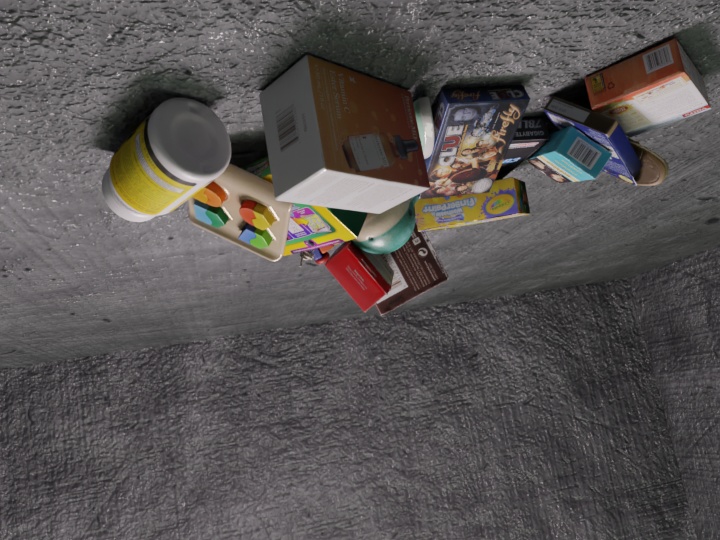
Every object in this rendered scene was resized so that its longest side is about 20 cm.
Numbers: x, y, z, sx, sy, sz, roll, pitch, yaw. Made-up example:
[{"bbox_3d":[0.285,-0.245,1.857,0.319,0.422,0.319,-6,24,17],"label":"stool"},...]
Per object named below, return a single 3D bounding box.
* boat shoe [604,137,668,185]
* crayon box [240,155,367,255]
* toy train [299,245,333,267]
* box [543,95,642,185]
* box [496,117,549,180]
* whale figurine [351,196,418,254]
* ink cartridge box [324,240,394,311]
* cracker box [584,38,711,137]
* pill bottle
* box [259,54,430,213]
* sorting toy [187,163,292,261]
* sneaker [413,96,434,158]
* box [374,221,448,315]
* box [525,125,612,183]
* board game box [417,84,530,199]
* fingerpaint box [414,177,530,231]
[{"bbox_3d":[0.465,-0.211,1.102,0.066,0.200,0.075,-22,130,-29],"label":"boat shoe"},{"bbox_3d":[-0.117,-0.109,1.024,0.199,0.059,0.172,-10,137,44],"label":"crayon box"},{"bbox_3d":[-0.058,-0.068,1.273,0.115,0.085,0.201,-21,-157,14],"label":"toy train"},{"bbox_3d":[0.391,-0.212,1.020,0.199,0.121,0.033,28,98,-50],"label":"box"},{"bbox_3d":[0.203,-0.208,1.115,0.198,0.050,0.198,-7,169,-17],"label":"box"},{"bbox_3d":[0.048,-0.110,1.110,0.158,0.201,0.104,-18,123,30],"label":"whale figurine"},{"bbox_3d":[0.000,0.000,1.152,0.067,0.116,0.200,-40,-175,12],"label":"ink cartridge box"},{"bbox_3d":[0.455,-0.278,0.969,0.133,0.058,0.199,-17,166,37],"label":"cracker box"},{"bbox_3d":[-0.275,-0.143,0.851,0.113,0.116,0.199,1,163,-44],"label":"pill bottle"},{"bbox_3d":[-0.018,-0.173,0.831,0.199,0.154,0.106,1,163,-45],"label":"box"},{"bbox_3d":[-0.205,-0.096,1.008,0.184,0.037,0.200,25,150,0],"label":"sorting toy"},{"bbox_3d":[0.044,-0.199,0.957,0.117,0.075,0.201,-5,166,-10],"label":"sneaker"},{"bbox_3d":[0.075,-0.027,1.349,0.163,0.167,0.200,-29,-174,5],"label":"box"},{"bbox_3d":[0.351,-0.195,1.060,0.082,0.049,0.200,34,-174,-1],"label":"box"},{"bbox_3d":[0.170,-0.199,0.980,0.134,0.035,0.201,-7,145,-14],"label":"board game box"},{"bbox_3d":[0.225,-0.131,1.234,0.198,0.074,0.167,-9,-178,23],"label":"fingerpaint box"}]
